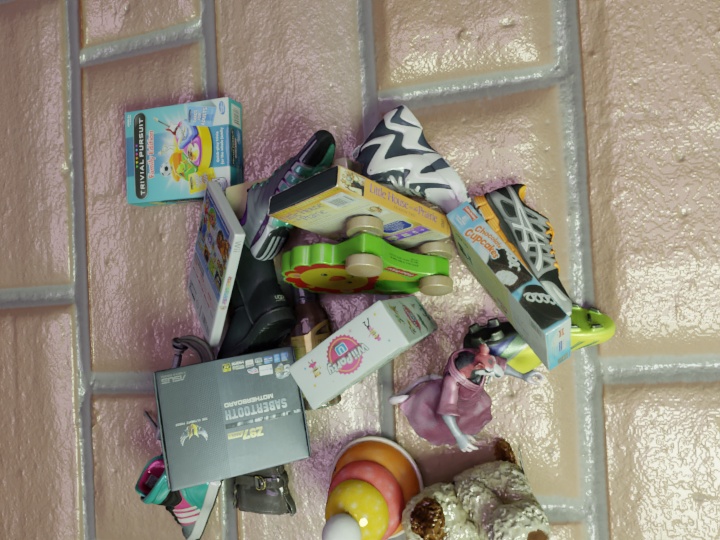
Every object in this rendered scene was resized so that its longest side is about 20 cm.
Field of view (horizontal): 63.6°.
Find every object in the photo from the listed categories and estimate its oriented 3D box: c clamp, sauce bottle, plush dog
[{"bbox_3d":[-0.284,0.186,0.902,0.170,0.027,0.203,32,108,41],"label":"c clamp"},{"bbox_3d":[-0.073,0.102,0.867,0.064,0.065,0.204,-11,87,17],"label":"sauce bottle"},{"bbox_3d":[0.136,0.314,0.753,0.169,0.201,0.162,-13,53,0],"label":"plush dog"}]

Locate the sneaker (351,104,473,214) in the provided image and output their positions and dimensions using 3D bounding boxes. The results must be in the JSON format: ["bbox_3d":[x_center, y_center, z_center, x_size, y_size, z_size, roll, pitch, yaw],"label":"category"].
[{"bbox_3d":[0.062,-0.118,0.809,0.129,0.079,0.201,-35,81,6],"label":"sneaker"}]

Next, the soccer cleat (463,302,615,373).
[{"bbox_3d":[0.237,0.099,0.779,0.197,0.065,0.085,-12,115,13],"label":"soccer cleat"}]

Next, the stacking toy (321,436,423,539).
[{"bbox_3d":[-0.002,0.315,0.771,0.143,0.200,0.149,0,89,17],"label":"stacking toy"}]

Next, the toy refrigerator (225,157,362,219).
[{"bbox_3d":[-0.097,-0.113,0.872,0.197,0.076,0.071,-10,86,18],"label":"toy refrigerator"}]

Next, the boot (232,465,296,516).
[{"bbox_3d":[-0.189,0.290,0.905,0.197,0.069,0.178,6,99,25],"label":"boot"}]

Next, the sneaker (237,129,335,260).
[{"bbox_3d":[-0.115,-0.117,0.803,0.087,0.074,0.202,37,101,20],"label":"sneaker"}]

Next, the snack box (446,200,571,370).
[{"bbox_3d":[0.182,0.017,0.719,0.037,0.116,0.201,-33,56,0],"label":"snack box"}]

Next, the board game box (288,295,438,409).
[{"bbox_3d":[0.012,0.100,0.769,0.147,0.200,0.065,-37,81,13],"label":"board game box"}]

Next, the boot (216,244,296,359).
[{"bbox_3d":[-0.180,0.050,0.901,0.200,0.076,0.170,-45,55,37],"label":"boot"}]

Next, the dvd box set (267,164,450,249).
[{"bbox_3d":[0.000,-0.069,0.754,0.145,0.198,0.030,-15,65,47],"label":"dvd box set"}]

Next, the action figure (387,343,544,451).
[{"bbox_3d":[0.132,0.144,0.749,0.133,0.202,0.149,-29,57,-27],"label":"action figure"}]

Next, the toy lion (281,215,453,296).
[{"bbox_3d":[0.000,0.000,0.793,0.191,0.198,0.070,-23,59,50],"label":"toy lion"}]

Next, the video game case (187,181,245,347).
[{"bbox_3d":[-0.220,-0.009,0.867,0.144,0.018,0.202,54,134,43],"label":"video game case"}]

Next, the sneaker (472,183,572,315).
[{"bbox_3d":[0.223,-0.031,0.759,0.076,0.078,0.202,-28,70,3],"label":"sneaker"}]

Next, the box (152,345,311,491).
[{"bbox_3d":[-0.178,0.201,0.814,0.196,0.051,0.161,-8,85,-15],"label":"box"}]

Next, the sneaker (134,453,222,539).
[{"bbox_3d":[-0.279,0.339,0.879,0.119,0.084,0.202,21,127,-6],"label":"sneaker"}]

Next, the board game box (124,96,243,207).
[{"bbox_3d":[-0.290,-0.190,0.951,0.196,0.047,0.154,-3,88,18],"label":"board game box"}]
